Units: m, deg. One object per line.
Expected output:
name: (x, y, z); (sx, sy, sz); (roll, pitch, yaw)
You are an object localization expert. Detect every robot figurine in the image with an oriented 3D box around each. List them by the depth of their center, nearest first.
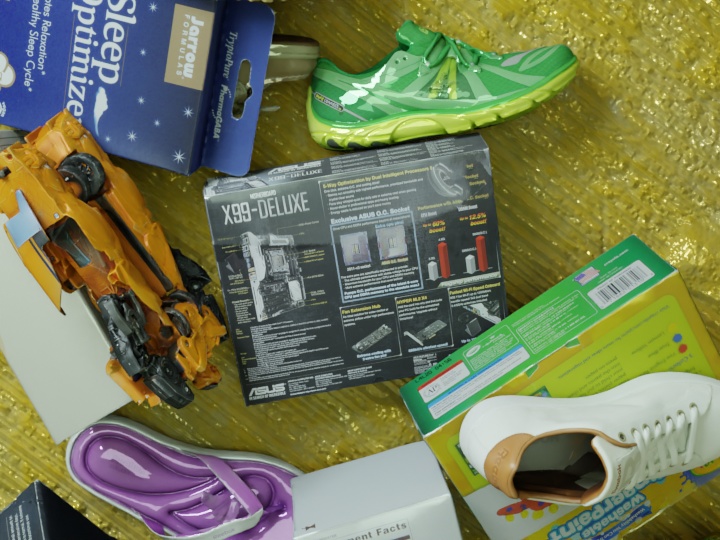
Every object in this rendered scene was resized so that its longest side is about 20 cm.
robot figurine: (-0.158, -0.001, 0.793); (0.058, 0.145, 0.201); (-29, 104, 19)

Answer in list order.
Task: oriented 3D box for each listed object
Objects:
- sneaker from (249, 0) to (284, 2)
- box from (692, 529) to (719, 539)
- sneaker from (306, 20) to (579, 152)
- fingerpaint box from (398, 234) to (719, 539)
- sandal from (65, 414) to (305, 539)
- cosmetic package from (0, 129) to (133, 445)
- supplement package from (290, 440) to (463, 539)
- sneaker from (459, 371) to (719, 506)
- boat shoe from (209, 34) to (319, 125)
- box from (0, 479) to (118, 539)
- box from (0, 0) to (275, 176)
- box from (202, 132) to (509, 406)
sneaker: (-0.113, -0.230, 0.779); (0.197, 0.075, 0.091); (13, 108, 0)
box: (0.193, 0.264, 0.853); (0.198, 0.048, 0.119); (-15, 89, -11)
sneaker: (0.057, -0.137, 0.866); (0.197, 0.074, 0.085); (-11, 95, -1)
fingerpaint box: (0.154, 0.102, 0.859); (0.199, 0.073, 0.168); (-34, 116, 1)
sandal: (-0.119, 0.166, 0.893); (0.200, 0.050, 0.083); (17, 95, -4)
cosmetic package: (-0.217, 0.007, 0.853); (0.073, 0.104, 0.202); (-28, 93, 8)
supplement package: (0.028, 0.240, 0.857); (0.108, 0.114, 0.202); (-15, 102, -1)
sneaker: (0.168, 0.117, 0.782); (0.197, 0.085, 0.074); (-6, 111, -14)
boat shoe: (-0.122, -0.127, 0.869); (0.197, 0.073, 0.064); (-7, 102, 11)
box: (-0.216, 0.288, 0.827); (0.196, 0.124, 0.200); (-41, 122, 3)
box: (-0.162, -0.139, 0.818); (0.198, 0.032, 0.123); (15, 111, 6)
box: (0.000, 0.000, 0.864); (0.197, 0.050, 0.160); (-10, 110, -1)
